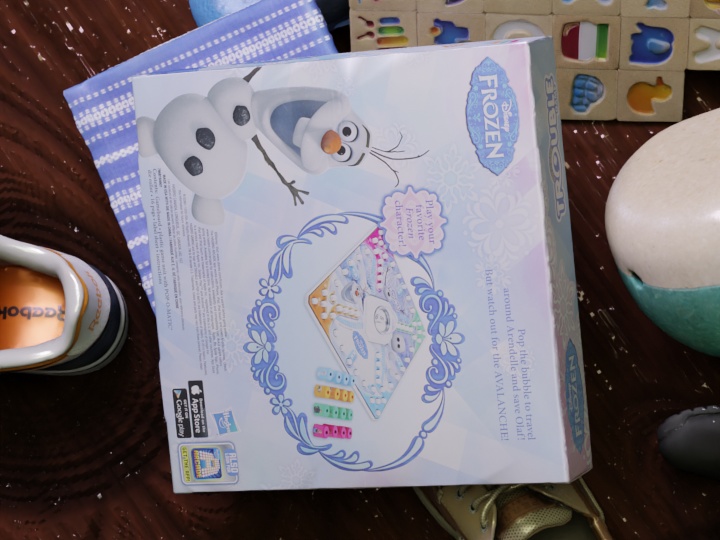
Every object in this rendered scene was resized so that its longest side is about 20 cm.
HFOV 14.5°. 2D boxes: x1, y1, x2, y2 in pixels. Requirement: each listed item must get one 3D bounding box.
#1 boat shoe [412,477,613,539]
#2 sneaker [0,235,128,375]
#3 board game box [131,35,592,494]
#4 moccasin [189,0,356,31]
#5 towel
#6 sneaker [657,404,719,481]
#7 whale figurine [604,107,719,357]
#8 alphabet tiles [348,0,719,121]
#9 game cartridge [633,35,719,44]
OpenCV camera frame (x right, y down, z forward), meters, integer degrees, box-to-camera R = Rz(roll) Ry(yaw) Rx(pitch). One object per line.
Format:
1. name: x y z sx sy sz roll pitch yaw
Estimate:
1. boat shoe: 0.080 0.116 1.335 0.076 0.072 0.200 -36 77 -5
2. sneaker: -0.218 0.020 1.377 0.199 0.079 0.079 -7 76 4
3. board game box: 0.000 0.000 1.302 0.198 0.043 0.201 -3 96 23
4. moccasin: 0.006 -0.170 1.415 0.199 0.068 0.081 -24 68 -3
5. towel: -0.050 -0.020 1.351 0.144 0.024 0.201 -21 91 25
6. sneaker: 0.235 0.112 1.324 0.199 0.074 0.089 9 75 6
7. whale figurine: 0.213 -0.031 1.308 0.200 0.159 0.104 -29 114 -17
8. alphabet tiles: 0.093 -0.138 1.361 0.199 0.167 0.006 2 43 4
9. game cartridge: 0.201 -0.175 1.419 0.199 0.040 0.134 -10 79 2
